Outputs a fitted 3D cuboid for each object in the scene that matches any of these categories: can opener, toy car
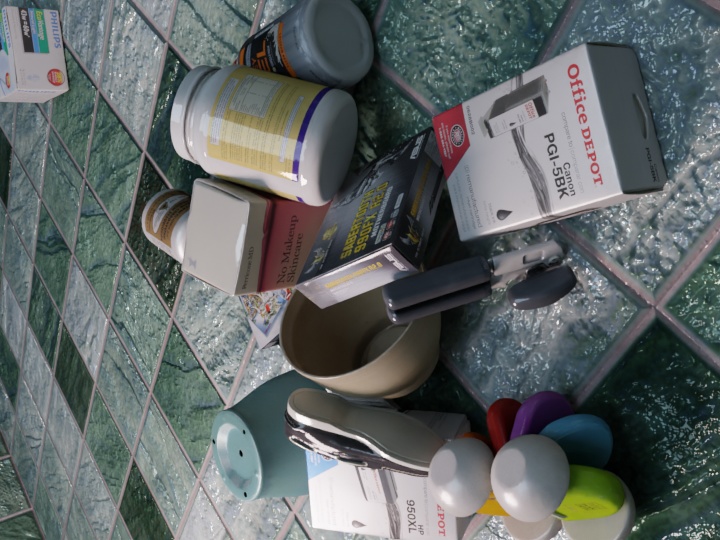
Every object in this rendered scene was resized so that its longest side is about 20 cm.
[{"bbox_3d":[0.126,0.021,0.739,0.053,0.200,0.067,74,178,-49],"label":"can opener"},{"bbox_3d":[0.186,0.204,0.750,0.200,0.175,0.150,-19,48,49],"label":"toy car"}]

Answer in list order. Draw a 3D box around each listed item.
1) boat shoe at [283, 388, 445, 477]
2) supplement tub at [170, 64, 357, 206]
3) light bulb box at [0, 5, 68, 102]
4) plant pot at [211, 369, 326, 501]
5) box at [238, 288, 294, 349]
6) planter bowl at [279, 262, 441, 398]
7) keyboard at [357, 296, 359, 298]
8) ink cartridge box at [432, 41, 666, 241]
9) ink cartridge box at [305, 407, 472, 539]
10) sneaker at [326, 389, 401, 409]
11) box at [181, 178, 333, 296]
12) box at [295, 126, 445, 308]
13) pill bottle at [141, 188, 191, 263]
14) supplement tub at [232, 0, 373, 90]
[{"bbox_3d":[0.004,0.201,0.824,0.200,0.074,0.060,16,121,5],"label":"boat shoe"},{"bbox_3d":[-0.118,-0.174,0.879,0.200,0.145,0.146,18,115,13],"label":"supplement tub"},{"bbox_3d":[-0.831,-0.530,1.741,0.200,0.125,0.199,2,100,49],"label":"light bulb box"},{"bbox_3d":[-0.110,0.251,1.051,0.200,0.188,0.201,14,109,46],"label":"plant pot"},{"bbox_3d":[-0.131,0.026,1.137,0.200,0.038,0.137,-41,68,45],"label":"box"},{"bbox_3d":[0.019,0.078,0.874,0.200,0.200,0.135,17,155,45],"label":"planter bowl"},{"bbox_3d":[0.000,0.000,0.997,0.104,0.040,0.200,-128,42,-58],"label":"keyboard"},{"bbox_3d":[0.182,-0.123,0.711,0.200,0.083,0.147,-17,85,50],"label":"ink cartridge box"},{"bbox_3d":[0.037,0.259,0.903,0.200,0.084,0.145,-1,101,21],"label":"ink cartridge box"},{"bbox_3d":[0.026,0.196,0.988,0.074,0.082,0.200,-35,89,13],"label":"sneaker"},{"bbox_3d":[-0.123,-0.050,0.949,0.109,0.200,0.128,24,110,34],"label":"box"},{"bbox_3d":[0.019,-0.063,0.830,0.158,0.200,0.048,-22,125,41],"label":"box"},{"bbox_3d":[-0.293,-0.066,1.243,0.200,0.114,0.115,28,119,42],"label":"pill bottle"},{"bbox_3d":[-0.087,-0.283,0.952,0.200,0.122,0.123,-11,90,49],"label":"supplement tub"}]
